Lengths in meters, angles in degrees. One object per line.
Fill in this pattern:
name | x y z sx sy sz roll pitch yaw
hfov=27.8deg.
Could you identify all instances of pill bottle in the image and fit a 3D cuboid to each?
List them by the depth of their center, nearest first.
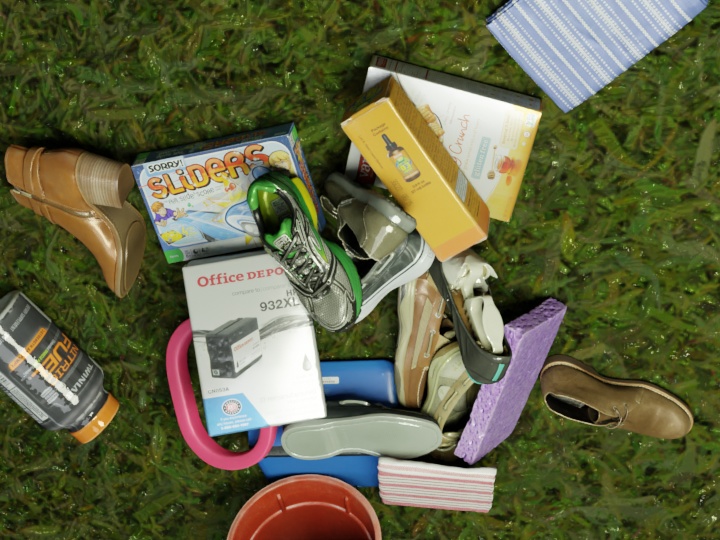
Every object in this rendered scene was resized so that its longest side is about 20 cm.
pill bottle | -0.398 0.128 1.839 0.106 0.107 0.200 -35 111 26

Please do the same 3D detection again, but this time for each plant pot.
plant pot | -0.061 0.403 1.892 0.198 0.203 0.196 1 142 9

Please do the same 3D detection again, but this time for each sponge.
sponge | 0.179 0.132 1.740 0.030 0.111 0.202 33 125 23

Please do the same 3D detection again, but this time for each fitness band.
fitness band | -0.170 0.148 1.816 0.142 0.037 0.203 -7 99 26

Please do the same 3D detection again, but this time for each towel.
towel | 0.249 -0.274 1.539 0.199 0.024 0.145 -36 111 28
towel | 0.095 0.264 1.815 0.144 0.030 0.200 4 159 4

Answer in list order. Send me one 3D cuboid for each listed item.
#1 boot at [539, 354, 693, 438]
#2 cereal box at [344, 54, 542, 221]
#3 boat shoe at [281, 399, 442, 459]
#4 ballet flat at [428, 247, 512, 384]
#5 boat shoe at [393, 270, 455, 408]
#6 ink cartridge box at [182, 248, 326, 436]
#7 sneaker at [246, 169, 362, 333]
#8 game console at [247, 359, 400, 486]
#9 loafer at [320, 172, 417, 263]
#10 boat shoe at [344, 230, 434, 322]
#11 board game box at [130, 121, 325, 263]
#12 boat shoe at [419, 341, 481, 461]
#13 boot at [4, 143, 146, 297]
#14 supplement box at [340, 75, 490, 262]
boot | 0.309 0.172 1.764 0.198 0.076 0.074 19 121 -3
cereal box | 0.091 -0.147 1.628 0.197 0.040 0.145 14 122 1
boat shoe | 0.002 0.186 1.772 0.197 0.061 0.076 1 126 7
ballet flat | 0.130 0.029 1.653 0.067 0.202 0.068 -9 157 -26
boat shoe | 0.079 0.079 1.747 0.073 0.076 0.202 4 122 4
ink cartridge box | -0.124 0.080 1.716 0.143 0.084 0.203 -9 94 -2
sneaker | -0.070 -0.017 1.621 0.078 0.085 0.201 -35 84 21
game console | -0.038 0.200 1.873 0.197 0.118 0.173 -2 90 10
loafer | -0.006 -0.056 1.614 0.075 0.200 0.070 35 88 -20
boat shoe | 0.000 0.000 1.696 0.070 0.073 0.199 26 135 -30
board game box | -0.154 -0.089 1.707 0.197 0.035 0.137 -10 119 16
boat shoe | 0.118 0.173 1.776 0.073 0.063 0.202 -21 139 -26
boot | -0.341 -0.065 1.742 0.153 0.074 0.202 11 128 14
supplement box | 0.062 -0.111 1.593 0.066 0.069 0.201 -27 115 24
